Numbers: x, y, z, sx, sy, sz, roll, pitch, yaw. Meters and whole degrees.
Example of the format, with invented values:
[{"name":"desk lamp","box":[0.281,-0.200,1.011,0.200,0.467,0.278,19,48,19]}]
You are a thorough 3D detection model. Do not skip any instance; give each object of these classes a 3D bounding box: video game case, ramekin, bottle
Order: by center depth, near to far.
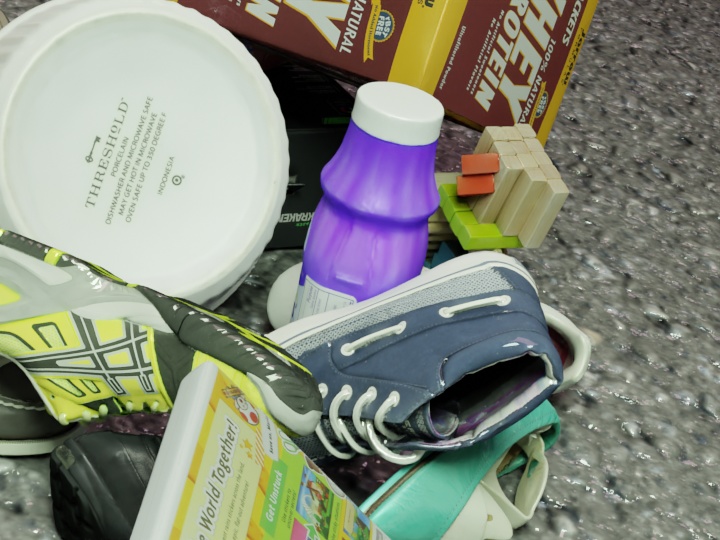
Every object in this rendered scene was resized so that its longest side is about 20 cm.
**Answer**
[{"name":"video game case","box":[-0.021,0.152,0.609,0.182,0.023,0.201,47,21,-18]},{"name":"bottle","box":[0.000,0.000,0.816,0.064,0.202,0.084,16,28,6]},{"name":"ramekin","box":[-0.130,-0.060,0.850,0.200,0.206,0.094,3,-2,-20]}]

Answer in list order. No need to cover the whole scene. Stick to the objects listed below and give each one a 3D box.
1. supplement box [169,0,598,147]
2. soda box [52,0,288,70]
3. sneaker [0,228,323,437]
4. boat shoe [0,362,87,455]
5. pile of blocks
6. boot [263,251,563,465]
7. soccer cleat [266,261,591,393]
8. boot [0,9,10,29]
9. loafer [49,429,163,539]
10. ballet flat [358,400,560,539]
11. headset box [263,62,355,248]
[{"name":"supplement box","box":[0.019,-0.180,0.944,0.198,0.134,0.197,23,5,28]},{"name":"soda box","box":[-0.117,-0.161,1.011,0.069,0.064,0.199,27,31,23]},{"name":"sneaker","box":[-0.110,0.046,0.738,0.198,0.077,0.075,20,-4,18]},{"name":"boat shoe","box":[-0.234,0.037,0.788,0.199,0.061,0.072,18,27,8]},{"name":"pile of blocks","box":[0.049,-0.022,0.949,0.061,0.200,0.083,-3,72,-29]},{"name":"boot","box":[0.002,0.063,0.749,0.198,0.073,0.091,-30,26,8]},{"name":"soccer cleat","box":[0.044,0.030,0.901,0.197,0.071,0.086,11,-3,-9]},{"name":"boot","box":[-0.346,-0.168,1.106,0.149,0.074,0.200,-5,29,-35]},{"name":"loafer","box":[-0.077,0.132,0.674,0.070,0.069,0.200,-14,34,-26]},{"name":"ballet flat","box":[0.057,0.112,0.788,0.070,0.068,0.200,40,35,8]},{"name":"headset box","box":[-0.100,-0.094,1.064,0.172,0.094,0.200,-4,33,-29]}]
